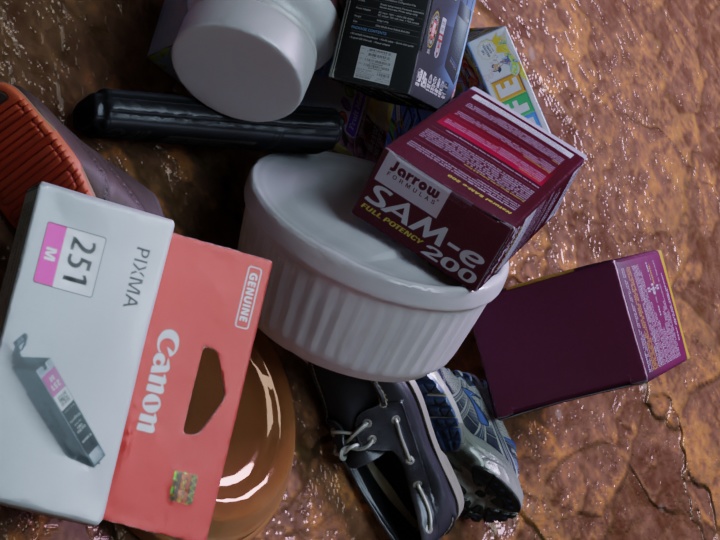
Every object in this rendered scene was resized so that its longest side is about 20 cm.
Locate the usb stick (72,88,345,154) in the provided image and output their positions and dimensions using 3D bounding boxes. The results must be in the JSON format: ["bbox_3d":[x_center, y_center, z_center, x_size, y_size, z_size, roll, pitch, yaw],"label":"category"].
[{"bbox_3d":[-0.105,-0.105,1.379,0.200,0.055,0.033,2,82,-31],"label":"usb stick"}]

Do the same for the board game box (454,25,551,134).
[{"bbox_3d":[0.111,-0.133,1.595,0.200,0.034,0.135,-140,-155,-81],"label":"board game box"}]

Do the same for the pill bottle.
[{"bbox_3d":[-0.055,-0.209,1.367,0.114,0.114,0.200,44,49,-30],"label":"pill bottle"}]

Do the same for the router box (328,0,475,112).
[{"bbox_3d":[0.040,-0.197,1.399,0.200,0.062,0.150,-5,107,-80],"label":"router box"}]

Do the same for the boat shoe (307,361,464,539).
[{"bbox_3d":[0.013,0.127,1.459,0.200,0.073,0.063,60,40,-19],"label":"boat shoe"}]

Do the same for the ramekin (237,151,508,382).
[{"bbox_3d":[0.000,0.000,1.407,0.202,0.202,0.094,-11,129,-50],"label":"ramekin"}]

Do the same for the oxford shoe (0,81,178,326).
[{"bbox_3d":[-0.184,-0.046,1.295,0.200,0.071,0.073,55,33,-12],"label":"oxford shoe"}]

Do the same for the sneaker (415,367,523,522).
[{"bbox_3d":[0.064,0.112,1.536,0.200,0.077,0.085,54,33,-32],"label":"sneaker"}]

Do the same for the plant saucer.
[{"bbox_3d":[-0.112,0.099,1.351,0.200,0.037,0.200,19,63,-44],"label":"plant saucer"}]

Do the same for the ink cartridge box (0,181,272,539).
[{"bbox_3d":[-0.150,0.063,1.229,0.173,0.044,0.200,16,81,-20],"label":"ink cartridge box"}]

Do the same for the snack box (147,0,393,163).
[{"bbox_3d":[-0.056,-0.184,1.494,0.200,0.068,0.169,35,54,-35],"label":"snack box"}]

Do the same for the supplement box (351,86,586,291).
[{"bbox_3d":[0.083,-0.063,1.410,0.109,0.061,0.200,33,26,10],"label":"supplement box"}]

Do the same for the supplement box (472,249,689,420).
[{"bbox_3d":[0.183,0.050,1.597,0.200,0.131,0.103,-9,84,-71],"label":"supplement box"}]

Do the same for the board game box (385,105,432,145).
[{"bbox_3d":[0.041,-0.057,1.599,0.103,0.019,0.200,23,60,-45],"label":"board game box"}]
